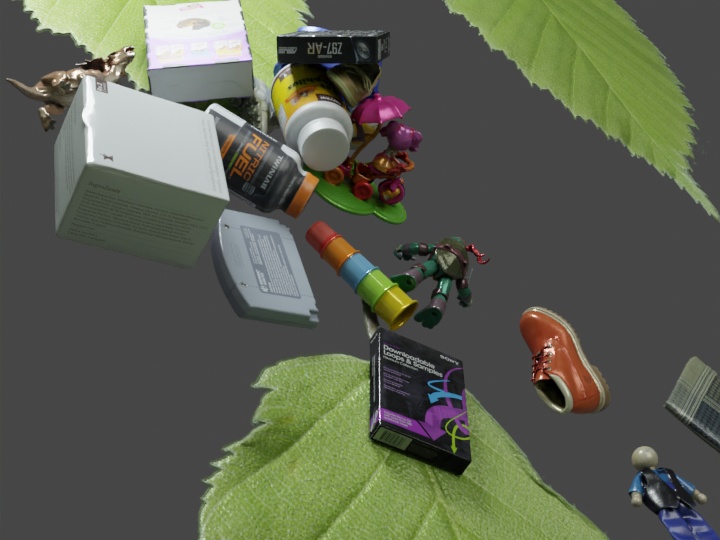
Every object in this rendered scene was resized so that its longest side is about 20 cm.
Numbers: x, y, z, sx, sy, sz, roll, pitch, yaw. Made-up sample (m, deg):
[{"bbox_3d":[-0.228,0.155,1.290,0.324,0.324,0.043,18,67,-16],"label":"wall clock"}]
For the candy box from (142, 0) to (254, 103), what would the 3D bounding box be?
[{"bbox_3d":[-0.267,-0.361,1.849,0.166,0.072,0.201,-6,43,-8],"label":"candy box"}]

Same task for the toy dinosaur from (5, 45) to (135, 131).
[{"bbox_3d":[-0.421,-0.269,1.651,0.198,0.086,0.136,-7,37,-24],"label":"toy dinosaur"}]

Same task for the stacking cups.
[{"bbox_3d":[0.000,0.000,1.683,0.200,0.061,0.060,47,35,19],"label":"stacking cups"}]

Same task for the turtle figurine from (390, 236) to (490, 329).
[{"bbox_3d":[0.121,-0.001,1.762,0.149,0.101,0.200,36,36,3],"label":"turtle figurine"}]

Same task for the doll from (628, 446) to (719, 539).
[{"bbox_3d":[0.460,0.340,1.656,0.135,0.049,0.201,0,38,-28],"label":"doll"}]

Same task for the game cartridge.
[{"bbox_3d":[-0.141,-0.003,1.587,0.132,0.041,0.201,15,37,-33],"label":"game cartridge"}]

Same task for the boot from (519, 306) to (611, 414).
[{"bbox_3d":[0.296,0.139,1.756,0.107,0.075,0.201,-7,51,-39],"label":"boot"}]

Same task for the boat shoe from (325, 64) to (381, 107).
[{"bbox_3d":[-0.005,-0.312,1.829,0.073,0.063,0.201,53,13,-1],"label":"boat shoe"}]

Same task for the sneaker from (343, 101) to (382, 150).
[{"bbox_3d":[-0.043,-0.260,1.947,0.199,0.090,0.075,-7,60,-47],"label":"sneaker"}]

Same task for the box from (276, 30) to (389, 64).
[{"bbox_3d":[-0.040,-0.361,1.816,0.158,0.044,0.200,1,14,6],"label":"box"}]

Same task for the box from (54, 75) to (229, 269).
[{"bbox_3d":[-0.300,-0.132,1.526,0.198,0.131,0.200,15,37,-27],"label":"box"}]

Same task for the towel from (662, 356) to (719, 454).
[{"bbox_3d":[0.619,0.251,1.939,0.192,0.035,0.200,38,35,12],"label":"towel"}]

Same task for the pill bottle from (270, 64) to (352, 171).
[{"bbox_3d":[-0.076,-0.243,1.791,0.108,0.110,0.201,15,31,-27],"label":"pill bottle"}]

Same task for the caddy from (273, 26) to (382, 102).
[{"bbox_3d":[-0.054,-0.342,1.997,0.198,0.141,0.106,18,70,-5],"label":"caddy"}]

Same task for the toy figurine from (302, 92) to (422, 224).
[{"bbox_3d":[0.032,-0.195,1.852,0.199,0.185,0.151,28,33,-10],"label":"toy figurine"}]

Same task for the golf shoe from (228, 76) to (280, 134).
[{"bbox_3d":[-0.161,-0.254,1.866,0.097,0.078,0.201,24,35,-30],"label":"golf shoe"}]

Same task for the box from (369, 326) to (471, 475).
[{"bbox_3d":[0.080,0.175,1.550,0.142,0.036,0.201,23,33,-17],"label":"box"}]

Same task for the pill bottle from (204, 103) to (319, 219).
[{"bbox_3d":[-0.162,-0.157,1.703,0.199,0.107,0.106,30,32,-5],"label":"pill bottle"}]
